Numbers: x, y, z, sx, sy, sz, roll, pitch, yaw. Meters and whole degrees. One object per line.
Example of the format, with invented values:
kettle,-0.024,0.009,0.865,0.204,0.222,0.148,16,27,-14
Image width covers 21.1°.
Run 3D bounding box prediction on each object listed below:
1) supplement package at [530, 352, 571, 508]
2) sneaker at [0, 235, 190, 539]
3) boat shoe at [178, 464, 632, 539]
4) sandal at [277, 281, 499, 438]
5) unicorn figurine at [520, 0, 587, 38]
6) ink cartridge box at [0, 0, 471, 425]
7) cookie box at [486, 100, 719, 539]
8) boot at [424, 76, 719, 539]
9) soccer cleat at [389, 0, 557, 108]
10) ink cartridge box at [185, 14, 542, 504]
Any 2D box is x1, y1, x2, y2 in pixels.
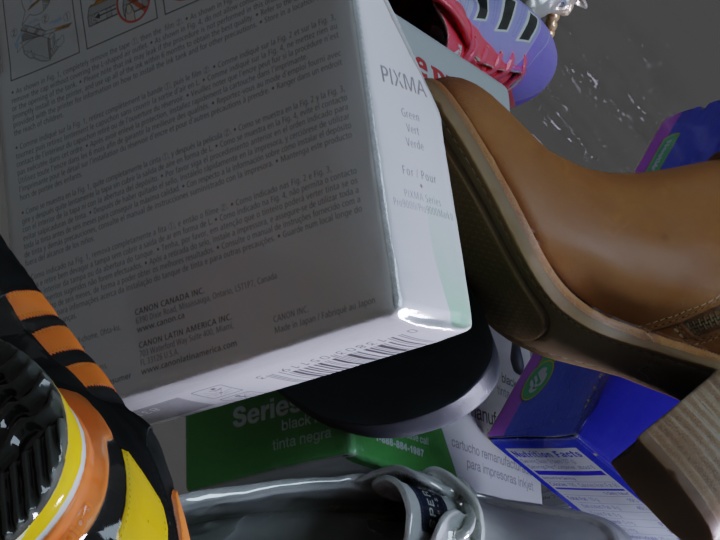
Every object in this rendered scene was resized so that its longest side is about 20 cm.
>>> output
supplement package,0.154,0.032,0.955,0.200,0.155,0.112,-22,95,-59
sneaker,-0.103,0.045,0.554,0.090,0.070,0.200,47,-1,-34
boat shoe,0.017,0.104,0.689,0.198,0.066,0.074,-5,39,-23
sandal,-0.033,-0.016,0.696,0.200,0.076,0.043,43,-9,20
unicorn figurine,0.065,-0.192,0.998,0.137,0.073,0.202,-37,107,-58
ink cartridge box,-0.053,-0.057,0.664,0.050,0.160,0.202,17,61,-53
cookie box,0.176,0.056,0.791,0.200,0.075,0.172,39,68,-17
boot,0.121,-0.021,0.695,0.155,0.077,0.200,-38,82,-17
soccer cleat,0.036,-0.106,0.900,0.199,0.067,0.076,19,19,-49
ink cartridge box,0.000,0.000,0.794,0.146,0.082,0.202,24,57,-51
